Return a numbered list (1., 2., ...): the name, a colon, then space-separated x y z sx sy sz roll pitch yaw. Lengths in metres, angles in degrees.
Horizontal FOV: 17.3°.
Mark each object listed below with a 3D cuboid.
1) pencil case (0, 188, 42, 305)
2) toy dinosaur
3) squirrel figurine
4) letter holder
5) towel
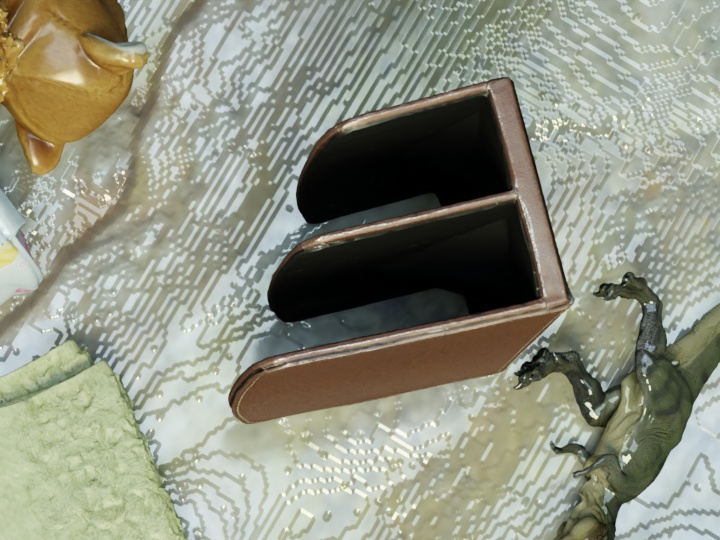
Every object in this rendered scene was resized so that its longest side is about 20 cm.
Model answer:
1. pencil case: -0.245 0.025 1.087 0.200 0.091 0.083 -35 85 -10
2. toy dinosaur: 0.133 0.053 1.137 0.088 0.047 0.200 42 79 -12
3. squirrel figurine: -0.193 -0.118 1.075 0.187 0.200 0.141 42 120 -13
4. letter holder: 0.000 0.000 1.056 0.141 0.200 0.101 -13 81 -7
5. towel: -0.148 0.146 1.102 0.148 0.036 0.201 -25 82 -9
